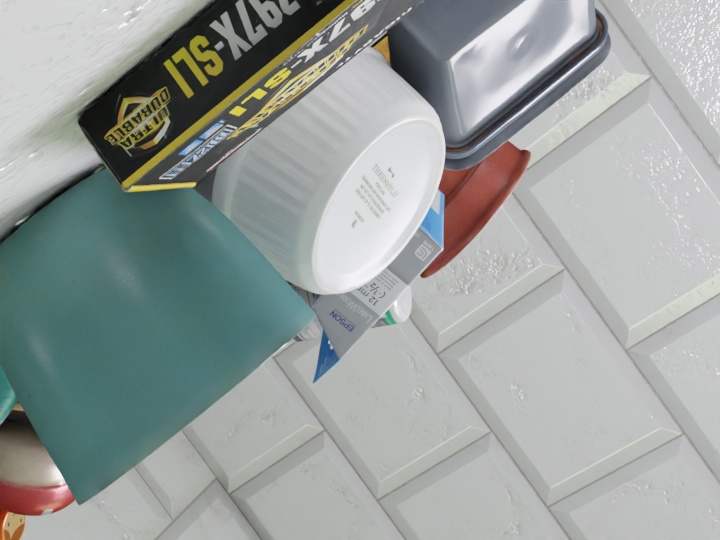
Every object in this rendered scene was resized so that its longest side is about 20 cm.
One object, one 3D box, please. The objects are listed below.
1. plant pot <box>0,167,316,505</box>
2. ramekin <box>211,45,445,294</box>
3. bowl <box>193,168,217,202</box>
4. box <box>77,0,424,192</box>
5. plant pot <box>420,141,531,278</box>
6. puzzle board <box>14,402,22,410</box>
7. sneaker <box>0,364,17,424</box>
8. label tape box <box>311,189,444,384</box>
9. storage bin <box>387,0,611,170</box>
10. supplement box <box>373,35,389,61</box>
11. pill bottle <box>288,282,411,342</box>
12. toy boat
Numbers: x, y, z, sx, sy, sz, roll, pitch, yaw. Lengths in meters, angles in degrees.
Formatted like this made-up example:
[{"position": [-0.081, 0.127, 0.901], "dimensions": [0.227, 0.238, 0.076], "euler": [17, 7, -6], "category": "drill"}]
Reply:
[{"position": [-0.154, 0.027, 0.733], "dimensions": [0.199, 0.162, 0.201], "euler": [-37, -179, 1], "category": "plant pot"}, {"position": [-0.016, -0.073, 0.871], "dimensions": [0.202, 0.094, 0.204], "euler": [-39, 150, -28], "category": "ramekin"}, {"position": [-0.182, -0.016, 0.975], "dimensions": [0.199, 0.075, 0.199], "euler": [-38, -178, -33], "category": "bowl"}, {"position": [-0.050, -0.124, 0.617], "dimensions": [0.199, 0.050, 0.160], "euler": [-38, 180, 6], "category": "box"}, {"position": [0.068, -0.132, 1.315], "dimensions": [0.201, 0.195, 0.201], "euler": [-48, -173, 8], "category": "plant pot"}, {"position": [-0.360, 0.146, 1.235], "dimensions": [0.196, 0.018, 0.151], "euler": [-7, 171, -2], "category": "puzzle board"}, {"position": [-0.396, 0.150, 0.995], "dimensions": [0.199, 0.072, 0.080], "euler": [-37, -174, -17], "category": "sneaker"}, {"position": [0.000, 0.000, 1.113], "dimensions": [0.200, 0.066, 0.144], "euler": [-46, -166, 21], "category": "label tape box"}, {"position": [0.104, -0.214, 0.917], "dimensions": [0.199, 0.146, 0.135], "euler": [-37, 154, -8], "category": "storage bin"}, {"position": [0.041, -0.201, 1.092], "dimensions": [0.199, 0.069, 0.067], "euler": [-39, -179, 16], "category": "supplement box"}, {"position": [-0.047, 0.020, 1.271], "dimensions": [0.196, 0.115, 0.113], "euler": [-10, -171, 14], "category": "pill bottle"}, {"position": [-0.365, 0.220, 1.120], "dimensions": [0.129, 0.134, 0.198], "euler": [1, -179, -43], "category": "toy boat"}]
